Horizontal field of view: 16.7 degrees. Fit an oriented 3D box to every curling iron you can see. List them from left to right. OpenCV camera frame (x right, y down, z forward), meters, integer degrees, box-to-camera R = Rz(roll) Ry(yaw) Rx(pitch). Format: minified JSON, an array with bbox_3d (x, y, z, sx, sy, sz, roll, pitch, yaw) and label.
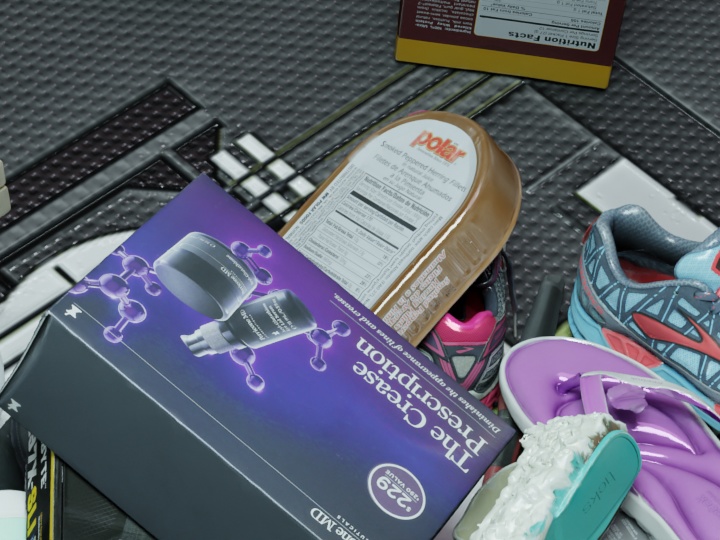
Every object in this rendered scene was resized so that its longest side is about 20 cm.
[{"bbox_3d":[0.092,0.076,1.302,0.049,0.026,0.200,27,41,-16],"label":"curling iron"}]

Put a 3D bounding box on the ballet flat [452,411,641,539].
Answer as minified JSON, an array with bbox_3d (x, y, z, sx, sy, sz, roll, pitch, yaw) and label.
[{"bbox_3d":[0.064,0.146,1.163,0.072,0.072,0.200,28,56,17],"label":"ballet flat"}]

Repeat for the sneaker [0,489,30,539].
[{"bbox_3d":[-0.234,0.181,1.140,0.200,0.074,0.119,-14,62,-10],"label":"sneaker"}]

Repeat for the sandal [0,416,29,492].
[{"bbox_3d":[-0.144,0.071,1.259,0.075,0.048,0.201,19,52,13],"label":"sandal"}]

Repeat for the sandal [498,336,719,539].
[{"bbox_3d":[0.150,0.085,1.234,0.082,0.050,0.203,-25,49,-29],"label":"sandal"}]

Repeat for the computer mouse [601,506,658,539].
[{"bbox_3d":[0.196,0.140,1.245,0.199,0.044,0.110,-13,43,-18],"label":"computer mouse"}]

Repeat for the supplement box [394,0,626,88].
[{"bbox_3d":[0.102,-0.254,1.469,0.132,0.200,0.198,8,49,0],"label":"supplement box"}]

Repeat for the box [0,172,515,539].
[{"bbox_3d":[-0.047,0.069,1.154,0.200,0.079,0.141,39,44,4],"label":"box"}]

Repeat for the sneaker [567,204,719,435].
[{"bbox_3d":[0.192,0.028,1.283,0.200,0.096,0.079,24,42,31],"label":"sneaker"}]

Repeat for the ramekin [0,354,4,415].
[{"bbox_3d":[-0.283,0.037,1.227,0.200,0.098,0.201,0,48,0],"label":"ramekin"}]

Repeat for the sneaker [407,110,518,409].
[{"bbox_3d":[0.050,-0.013,1.340,0.080,0.075,0.200,-2,49,-8],"label":"sneaker"}]

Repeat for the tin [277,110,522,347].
[{"bbox_3d":[0.000,0.000,1.283,0.200,0.042,0.112,-49,44,-8],"label":"tin"}]

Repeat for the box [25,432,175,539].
[{"bbox_3d":[-0.061,0.141,1.170,0.199,0.049,0.160,14,48,-21],"label":"box"}]

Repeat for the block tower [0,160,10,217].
[{"bbox_3d":[-0.262,-0.007,1.165,0.058,0.054,0.200,33,55,28],"label":"block tower"}]
